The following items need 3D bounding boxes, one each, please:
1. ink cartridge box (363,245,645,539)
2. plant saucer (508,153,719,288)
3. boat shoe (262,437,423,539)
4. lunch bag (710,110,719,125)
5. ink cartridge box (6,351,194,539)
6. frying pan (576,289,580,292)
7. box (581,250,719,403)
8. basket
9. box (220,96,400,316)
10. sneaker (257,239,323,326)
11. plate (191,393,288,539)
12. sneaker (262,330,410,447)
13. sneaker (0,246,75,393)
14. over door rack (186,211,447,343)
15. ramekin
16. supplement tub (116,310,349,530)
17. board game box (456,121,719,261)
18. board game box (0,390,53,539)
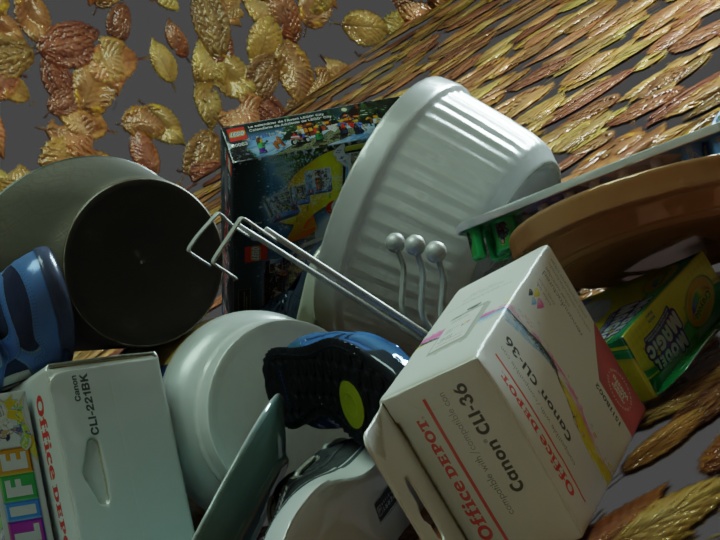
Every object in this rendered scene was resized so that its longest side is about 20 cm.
[{"bbox_3d":[0.080,0.082,1.334,0.067,0.117,0.200,-27,12,27],"label":"ink cartridge box"},{"bbox_3d":[0.189,-0.027,1.486,0.199,0.033,0.200,-12,-12,-3],"label":"plant saucer"},{"bbox_3d":[-0.022,0.143,1.458,0.067,0.072,0.200,-10,16,27],"label":"boat shoe"},{"bbox_3d":[0.348,-0.133,1.701,0.199,0.076,0.160,-26,9,39],"label":"lunch bag"},{"bbox_3d":[-0.192,0.148,1.652,0.083,0.145,0.200,-8,-11,-27],"label":"ink cartridge box"},{"bbox_3d":[0.125,0.023,1.753,0.115,0.031,0.190,-40,-8,-10],"label":"frying pan"},{"bbox_3d":[0.140,0.053,1.505,0.199,0.049,0.117,-22,13,41],"label":"box"},{"bbox_3d":[-0.176,-0.009,1.724,0.180,0.137,0.200,-27,11,-19],"label":"basket"},{"bbox_3d":[-0.034,-0.035,1.831,0.136,0.201,0.038,-10,49,-12],"label":"box"},{"bbox_3d":[-0.062,0.045,1.812,0.075,0.084,0.201,-44,-21,-45],"label":"sneaker"},{"bbox_3d":[-0.083,0.168,1.481,0.201,0.025,0.200,-63,-5,-9],"label":"plate"},{"bbox_3d":[0.010,0.064,1.490,0.078,0.066,0.200,-13,5,-23],"label":"sneaker"},{"bbox_3d":[-0.246,0.047,1.635,0.082,0.074,0.200,-8,-20,-30],"label":"sneaker"},{"bbox_3d":[0.000,0.000,1.539,0.148,0.199,0.067,-166,97,-80],"label":"over door rack"},{"bbox_3d":[0.060,-0.025,1.749,0.200,0.105,0.201,-52,-22,-32],"label":"ramekin"},{"bbox_3d":[-0.090,0.104,1.693,0.144,0.145,0.200,-37,10,-27],"label":"supplement tub"},{"bbox_3d":[0.193,-0.041,1.562,0.199,0.026,0.199,-21,-15,32],"label":"board game box"},{"bbox_3d":[-0.256,0.169,1.651,0.034,0.135,0.200,-7,-13,-27],"label":"board game box"}]
